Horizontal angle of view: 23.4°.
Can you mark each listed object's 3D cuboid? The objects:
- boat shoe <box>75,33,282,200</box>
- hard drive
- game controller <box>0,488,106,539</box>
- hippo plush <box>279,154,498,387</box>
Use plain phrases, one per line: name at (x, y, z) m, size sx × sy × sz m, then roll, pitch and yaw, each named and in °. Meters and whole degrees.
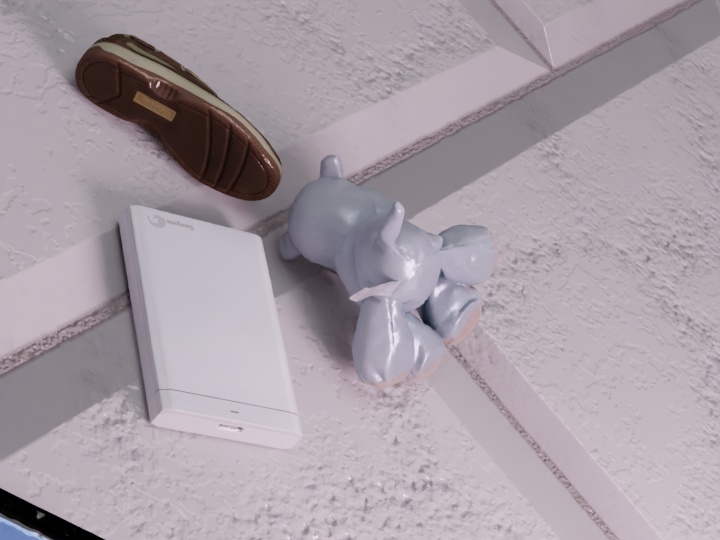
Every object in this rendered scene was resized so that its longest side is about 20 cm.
boat shoe at (-0.148, -0.143, 1.521) m, size 0.202 × 0.075 × 0.075 m, roll 37°, pitch 31°, yaw -9°
hard drive at (-0.122, 0.044, 1.404) m, size 0.131 × 0.027 × 0.201 m, roll 14°, pitch 46°, yaw -34°
game controller at (-0.228, 0.202, 1.142) m, size 0.199 × 0.042 × 0.105 m, roll 29°, pitch 39°, yaw -18°
hippo plush at (0.000, 0.000, 1.498) m, size 0.160 × 0.160 × 0.199 m, roll 30°, pitch 10°, yaw 35°
